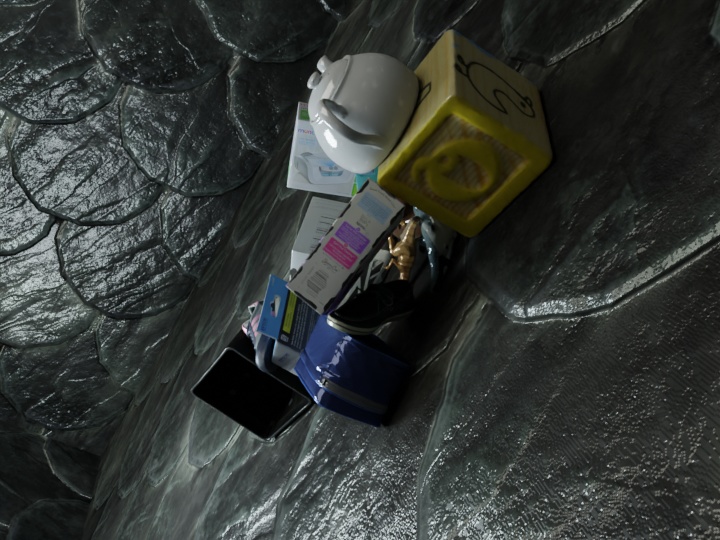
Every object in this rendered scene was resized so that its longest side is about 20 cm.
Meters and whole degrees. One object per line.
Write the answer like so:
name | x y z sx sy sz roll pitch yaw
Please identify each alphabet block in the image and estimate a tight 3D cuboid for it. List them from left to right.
alphabet block | 0.155 -0.210 1.108 0.197 0.194 0.201 -49 25 38

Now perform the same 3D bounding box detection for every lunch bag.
lunch bag | -0.025 0.163 1.164 0.133 0.135 0.200 -62 21 2

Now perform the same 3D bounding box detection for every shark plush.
shark plush | 0.127 -0.057 1.201 0.083 0.090 0.201 -39 57 49

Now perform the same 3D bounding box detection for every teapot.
teapot | -0.014 -0.254 1.094 0.200 0.145 0.199 -15 51 64

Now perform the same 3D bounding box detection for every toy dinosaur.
toy dinosaur | 0.079 -0.048 1.226 0.106 0.060 0.201 53 148 39

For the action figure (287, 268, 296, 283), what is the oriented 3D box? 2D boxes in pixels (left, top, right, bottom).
action figure | -0.098 0.078 1.447 0.201 0.117 0.055 79 -158 -46

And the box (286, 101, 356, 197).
box | -0.057 -0.273 1.632 0.097 0.198 0.177 -93 14 -52

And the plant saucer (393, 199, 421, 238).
plant saucer | 0.101 -0.157 1.335 0.200 0.034 0.202 -32 48 44

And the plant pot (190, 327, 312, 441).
plant pot | -0.204 0.201 1.507 0.200 0.199 0.178 -46 15 39

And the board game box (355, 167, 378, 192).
board game box | 0.023 -0.203 1.278 0.151 0.047 0.201 51 -149 -69

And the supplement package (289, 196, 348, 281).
supplement package | -0.074 -0.049 1.509 0.201 0.109 0.114 -75 -4 -52

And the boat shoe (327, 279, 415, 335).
boat shoe | 0.020 0.054 1.138 0.074 0.199 0.063 26 115 34

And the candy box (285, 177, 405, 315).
candy box | -0.017 -0.032 1.102 0.200 0.071 0.168 -53 -4 0

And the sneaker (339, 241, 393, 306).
sneaker | 0.000 0.000 1.386 0.074 0.088 0.201 -20 45 64

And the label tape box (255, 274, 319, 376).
label tape box | -0.112 0.118 1.342 0.066 0.199 0.144 -42 28 37

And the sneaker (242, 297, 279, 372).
sneaker | -0.191 0.127 1.377 0.200 0.081 0.071 -85 -16 -59
